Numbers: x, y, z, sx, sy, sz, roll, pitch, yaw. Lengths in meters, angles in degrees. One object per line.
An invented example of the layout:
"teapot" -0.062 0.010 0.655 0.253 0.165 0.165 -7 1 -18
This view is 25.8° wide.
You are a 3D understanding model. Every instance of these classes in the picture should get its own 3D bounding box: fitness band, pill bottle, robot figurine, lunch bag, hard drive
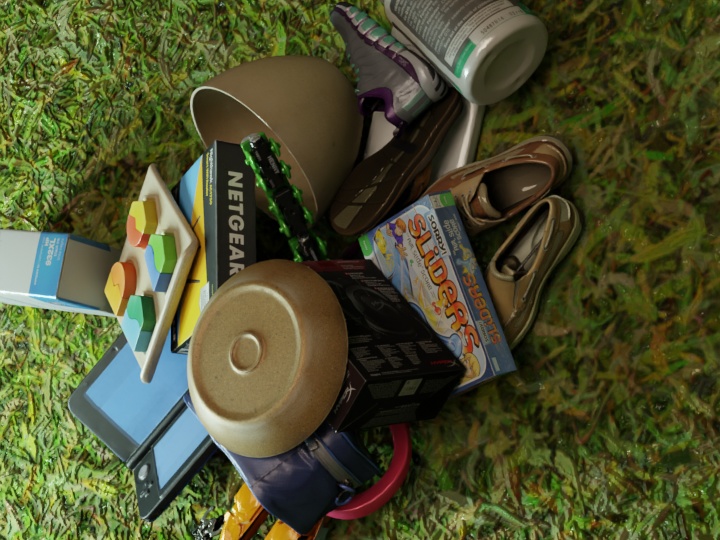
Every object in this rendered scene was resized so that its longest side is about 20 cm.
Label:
"fitness band" -0.027 0.178 1.718 0.144 0.037 0.200 -39 58 -1
"pill bottle" 0.097 -0.279 1.679 0.113 0.113 0.200 -49 61 15
"robot figurine" -0.110 0.304 1.758 0.145 0.058 0.200 43 103 31
"lunch bag" -0.070 0.168 1.638 0.132 0.136 0.200 -41 59 -2
"hard drive" 0.079 -0.190 1.756 0.132 0.027 0.201 10 85 32

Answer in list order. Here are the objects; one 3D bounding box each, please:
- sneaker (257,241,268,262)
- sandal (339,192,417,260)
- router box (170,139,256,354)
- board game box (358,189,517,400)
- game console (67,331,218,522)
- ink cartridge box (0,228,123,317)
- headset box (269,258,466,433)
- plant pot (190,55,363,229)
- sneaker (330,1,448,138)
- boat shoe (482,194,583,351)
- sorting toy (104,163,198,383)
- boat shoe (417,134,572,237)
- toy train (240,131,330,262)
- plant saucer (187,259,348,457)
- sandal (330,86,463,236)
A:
"sneaker" -0.156 0.024 1.833 0.114 0.076 0.200 -44 59 19
"sandal" -0.001 -0.001 1.755 0.075 0.048 0.201 25 94 33
"router box" -0.163 -0.023 1.731 0.149 0.051 0.201 -38 50 57
"board game box" 0.079 0.033 1.656 0.135 0.034 0.200 -32 75 50
"game console" -0.237 0.157 1.822 0.200 0.118 0.171 -50 27 15
"ink cartridge box" -0.393 0.001 1.939 0.200 0.145 0.084 5 82 32
"headset box" -0.013 0.067 1.623 0.200 0.149 0.077 47 123 32
"plant pot" -0.075 -0.165 1.768 0.200 0.201 0.134 32 65 32
"sneaker" 0.008 -0.224 1.733 0.088 0.074 0.200 -48 47 3
"boat shoe" 0.154 0.008 1.640 0.072 0.076 0.200 32 101 29
"sorting toy" -0.245 0.000 1.786 0.185 0.036 0.200 -68 29 25
"boat shoe" 0.129 -0.079 1.663 0.200 0.072 0.076 -32 98 23
"toy train" -0.079 -0.066 1.706 0.042 0.200 0.056 -29 29 -8
"plant saucer" -0.104 0.083 1.561 0.200 0.035 0.201 -10 73 33
"sandal" 0.048 -0.112 1.715 0.200 0.055 0.082 -53 39 -6
